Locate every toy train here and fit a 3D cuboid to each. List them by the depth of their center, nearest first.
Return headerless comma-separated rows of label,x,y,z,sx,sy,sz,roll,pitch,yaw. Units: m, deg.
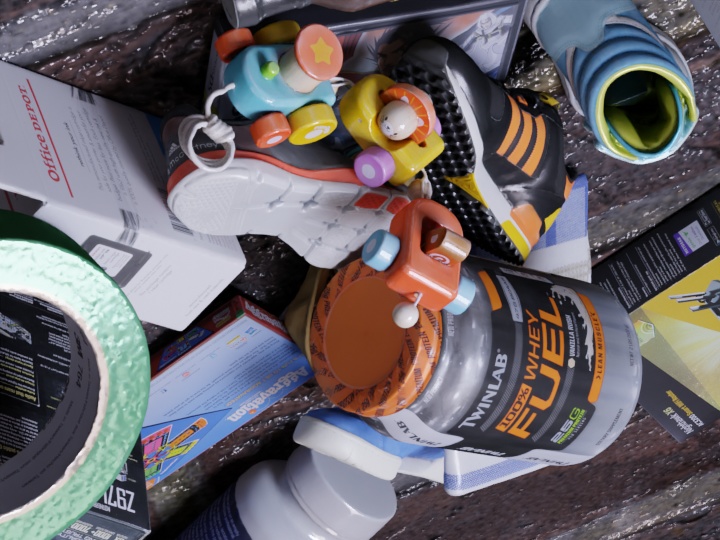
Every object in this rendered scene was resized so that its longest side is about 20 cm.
toy train,-0.002,-0.066,1.574,0.200,0.150,0.056,33,136,-21

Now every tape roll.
tape roll,-0.215,0.066,1.505,0.200,0.048,0.201,-12,118,-23

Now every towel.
towel,0.104,0.043,1.843,0.147,0.024,0.200,-17,110,-41

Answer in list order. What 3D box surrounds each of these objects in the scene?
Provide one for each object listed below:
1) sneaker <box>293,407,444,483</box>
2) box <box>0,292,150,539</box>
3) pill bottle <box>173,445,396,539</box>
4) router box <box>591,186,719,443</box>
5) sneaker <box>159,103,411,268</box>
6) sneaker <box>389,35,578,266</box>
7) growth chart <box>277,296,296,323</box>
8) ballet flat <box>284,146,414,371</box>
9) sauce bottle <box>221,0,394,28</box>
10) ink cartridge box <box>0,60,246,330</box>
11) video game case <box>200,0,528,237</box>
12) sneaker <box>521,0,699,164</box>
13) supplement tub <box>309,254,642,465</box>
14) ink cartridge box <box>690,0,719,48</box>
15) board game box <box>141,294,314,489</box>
sneaker,0.029,0.080,1.846,0.200,0.077,0.111,15,96,-60
box,-0.234,0.084,1.644,0.200,0.164,0.086,23,131,-36
pill bottle,-0.069,0.208,1.984,0.111,0.111,0.200,19,126,-45
router box,0.253,0.033,2.013,0.157,0.052,0.200,-34,144,11
sneaker,-0.038,-0.061,1.640,0.077,0.082,0.200,-40,145,29
sneaker,0.081,-0.093,1.708,0.090,0.070,0.200,-49,142,-18
growth chart,0.032,0.025,1.896,0.145,0.018,0.200,-43,142,22
ballet flat,0.000,0.000,1.763,0.069,0.063,0.200,-7,146,-18
sauce bottle,0.016,-0.186,1.575,0.200,0.065,0.065,-19,144,-12
ink cartridge box,-0.173,-0.047,1.591,0.200,0.116,0.067,19,127,-44
video game case,-0.005,-0.099,1.707,0.200,0.026,0.181,-11,142,-20
sneaker,0.176,-0.102,1.725,0.080,0.131,0.200,-36,144,12
supplement tub,0.071,0.053,1.713,0.200,0.123,0.123,11,131,-44
ink cartridge box,0.274,-0.172,1.636,0.076,0.200,0.148,-8,142,-24
board game box,-0.126,0.093,1.869,0.200,0.019,0.103,-35,142,19
